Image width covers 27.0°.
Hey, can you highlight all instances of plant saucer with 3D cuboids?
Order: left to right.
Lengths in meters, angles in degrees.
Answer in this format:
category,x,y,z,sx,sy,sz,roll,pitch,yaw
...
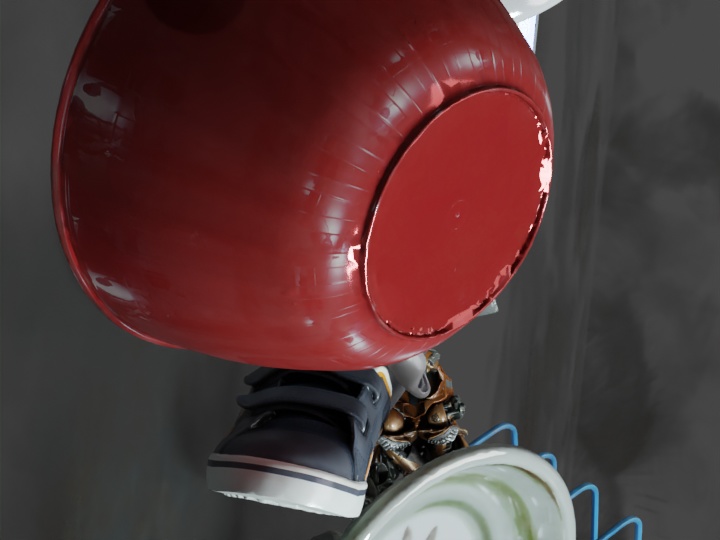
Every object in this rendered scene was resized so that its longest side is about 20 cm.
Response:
category,x,y,z,sx,sy,sz,roll,pitch,yaw
plant saucer,0.031,0.176,0.805,0.200,0.050,0.200,-20,123,-34

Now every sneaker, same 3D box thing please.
category,x,y,z,sx,sy,sz,roll,pitch,yaw
sneaker,-0.028,0.077,0.743,0.200,0.078,0.080,70,32,-84

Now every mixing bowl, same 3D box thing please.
category,x,y,z,sx,sy,sz,roll,pitch,yaw
mixing bowl,-0.001,-0.039,0.552,0.200,0.108,0.200,-27,132,-34

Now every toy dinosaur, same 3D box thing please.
category,x,y,z,sx,sy,sz,roll,pitch,yaw
toy dinosaur,0.048,0.129,1.061,0.200,0.102,0.136,56,19,-36

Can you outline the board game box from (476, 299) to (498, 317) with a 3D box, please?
category,x,y,z,sx,sy,sz,roll,pitch,yaw
board game box,0.043,-0.081,0.894,0.200,0.028,0.135,-98,173,-57

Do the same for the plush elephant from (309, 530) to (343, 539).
category,x,y,z,sx,sy,sz,roll,pitch,yaw
plush elephant,0.038,0.277,0.922,0.200,0.155,0.165,73,27,-57

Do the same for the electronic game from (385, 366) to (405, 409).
category,x,y,z,sx,sy,sz,roll,pitch,yaw
electronic game,0.008,-0.012,0.923,0.200,0.042,0.200,-2,90,-78

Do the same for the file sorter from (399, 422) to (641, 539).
category,x,y,z,sx,sy,sz,roll,pitch,yaw
file sorter,0.144,0.235,1.183,0.123,0.200,0.139,-31,136,-27

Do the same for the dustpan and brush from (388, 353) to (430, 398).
category,x,y,z,sx,sy,sz,roll,pitch,yaw
dustpan and brush,0.000,0.000,0.800,0.200,0.057,0.140,51,49,-29

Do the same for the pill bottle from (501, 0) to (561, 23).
category,x,y,z,sx,sy,sz,roll,pitch,yaw
pill bottle,0.032,-0.221,0.737,0.112,0.112,0.200,-59,135,-61

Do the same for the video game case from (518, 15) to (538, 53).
category,x,y,z,sx,sy,sz,roll,pitch,yaw
video game case,0.078,-0.204,0.945,0.181,0.045,0.200,-96,-172,-59
